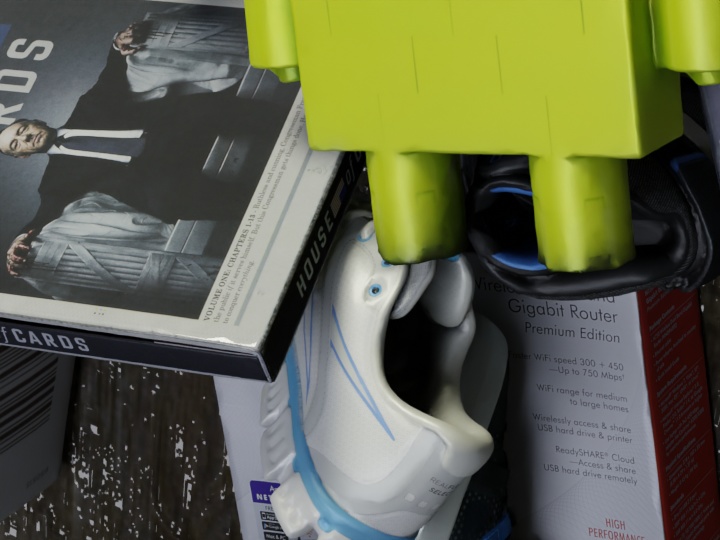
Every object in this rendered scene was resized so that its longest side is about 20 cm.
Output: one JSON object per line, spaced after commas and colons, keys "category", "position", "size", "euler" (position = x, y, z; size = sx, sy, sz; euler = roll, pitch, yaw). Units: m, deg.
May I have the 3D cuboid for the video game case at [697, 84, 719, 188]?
{"category": "video game case", "position": [0.185, -0.021, 0.752], "size": [0.142, 0.019, 0.202], "euler": [-8, 105, 25]}

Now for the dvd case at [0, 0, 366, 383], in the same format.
{"category": "dvd case", "position": [-0.097, -0.038, 0.836], "size": [0.198, 0.151, 0.025], "euler": [7, 145, 22]}

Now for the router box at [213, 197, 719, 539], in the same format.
{"category": "router box", "position": [0.038, 0.065, 0.933], "size": [0.199, 0.049, 0.181], "euler": [4, 114, 33]}

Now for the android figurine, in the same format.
{"category": "android figurine", "position": [0.035, -0.100, 0.734], "size": [0.181, 0.041, 0.202], "euler": [1, 106, 35]}

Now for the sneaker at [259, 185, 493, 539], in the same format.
{"category": "sneaker", "position": [0.000, 0.000, 0.832], "size": [0.087, 0.075, 0.201], "euler": [-40, 57, 34]}

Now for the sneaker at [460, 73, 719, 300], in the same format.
{"category": "sneaker", "position": [0.043, -0.045, 0.835], "size": [0.199, 0.112, 0.074], "euler": [14, 118, 29]}

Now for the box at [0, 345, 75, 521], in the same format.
{"category": "box", "position": [-0.236, 0.014, 1.000], "size": [0.171, 0.200, 0.200], "euler": [28, 125, 23]}

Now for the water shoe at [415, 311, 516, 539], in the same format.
{"category": "water shoe", "position": [0.033, 0.112, 0.890], "size": [0.071, 0.078, 0.202], "euler": [37, 116, 62]}
